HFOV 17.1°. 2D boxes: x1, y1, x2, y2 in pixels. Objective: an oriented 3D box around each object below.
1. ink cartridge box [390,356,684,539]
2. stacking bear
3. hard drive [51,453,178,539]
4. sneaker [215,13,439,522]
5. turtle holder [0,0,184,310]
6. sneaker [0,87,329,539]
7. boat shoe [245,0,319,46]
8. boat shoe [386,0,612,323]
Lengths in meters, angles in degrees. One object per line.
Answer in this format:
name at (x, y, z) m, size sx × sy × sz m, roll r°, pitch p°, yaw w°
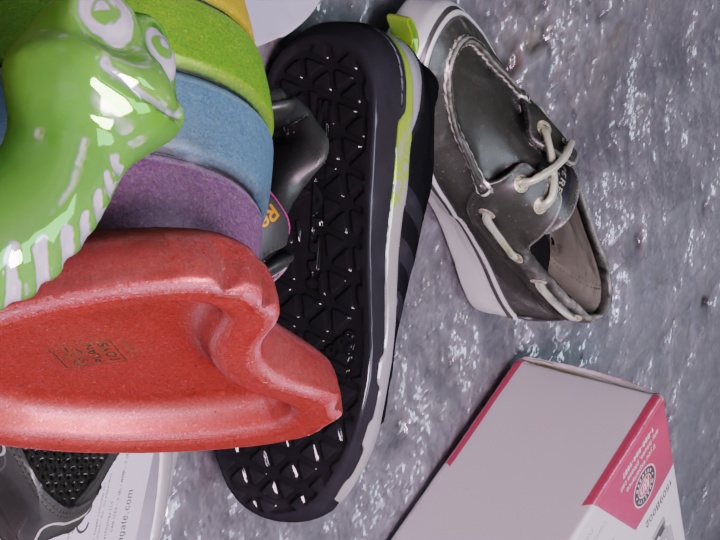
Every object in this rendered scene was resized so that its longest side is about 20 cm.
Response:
ink cartridge box at (0.092, 0.165, 1.140) m, size 0.147 × 0.083 × 0.200 m, roll -53°, pitch 143°, yaw -36°
stacking bear at (-0.073, -0.061, 0.656) m, size 0.121 × 0.114 × 0.200 m, roll 61°, pitch 24°, yaw -65°
hard drive at (-0.132, 0.085, 0.770) m, size 0.200 × 0.038 × 0.140 m, roll 9°, pitch 94°, yaw -60°
sneaker at (0.000, 0.000, 0.926) m, size 0.083 × 0.072 × 0.200 m, roll 3°, pitch 99°, yaw -61°
turtle holder at (-0.149, -0.051, 0.540) m, size 0.141 × 0.185 × 0.132 m, roll 52°, pitch 43°, yaw -51°
sneaker at (-0.068, -0.002, 0.746) m, size 0.080 × 0.086 × 0.200 m, roll 55°, pitch 34°, yaw -29°
boat shoe at (-0.078, -0.082, 0.772) m, size 0.200 × 0.057 × 0.069 m, roll -47°, pitch 120°, yaw -41°
boat shoe at (0.064, -0.045, 1.025) m, size 0.071 × 0.064 × 0.200 m, roll -63°, pitch 148°, yaw -23°
